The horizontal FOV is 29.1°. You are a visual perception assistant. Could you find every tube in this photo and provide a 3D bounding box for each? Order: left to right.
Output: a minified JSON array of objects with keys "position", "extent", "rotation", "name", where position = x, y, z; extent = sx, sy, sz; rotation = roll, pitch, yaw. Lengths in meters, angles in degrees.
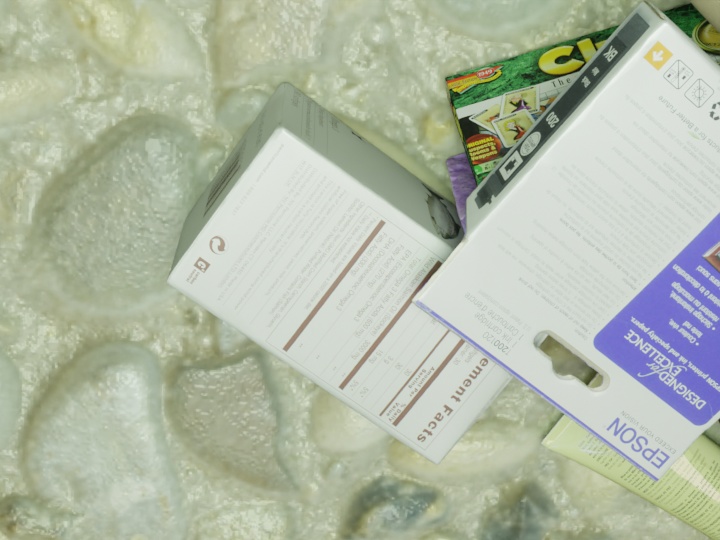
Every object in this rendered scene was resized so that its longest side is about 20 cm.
[{"position":[0.224,0.139,0.937],"extent":[0.199,0.052,0.058],"rotation":[33,66,-9],"name":"tube"}]

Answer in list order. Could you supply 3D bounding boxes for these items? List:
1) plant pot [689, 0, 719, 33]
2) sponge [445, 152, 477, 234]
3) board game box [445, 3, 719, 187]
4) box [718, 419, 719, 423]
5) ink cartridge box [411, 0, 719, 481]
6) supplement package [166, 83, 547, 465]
[{"position":[0.192,-0.232,0.708],"extent":[0.199,0.187,0.188],"rotation":[38,105,1],"name":"plant pot"},{"position":[0.152,-0.065,0.826],"extent":[0.198,0.112,0.030],"rotation":[-15,112,3],"name":"sponge"},{"position":[0.154,-0.108,0.815],"extent":[0.198,0.105,0.024],"rotation":[-17,127,3],"name":"board game box"},{"position":[0.232,0.040,0.873],"extent":[0.075,0.100,0.201],"rotation":[-34,108,9],"name":"box"},{"position":[0.160,-0.009,0.766],"extent":[0.198,0.043,0.200],"rotation":[37,106,-19],"name":"ink cartridge box"},{"position":[0.000,0.000,0.840],"extent":[0.199,0.117,0.118],"rotation":[35,105,-14],"name":"supplement package"}]
